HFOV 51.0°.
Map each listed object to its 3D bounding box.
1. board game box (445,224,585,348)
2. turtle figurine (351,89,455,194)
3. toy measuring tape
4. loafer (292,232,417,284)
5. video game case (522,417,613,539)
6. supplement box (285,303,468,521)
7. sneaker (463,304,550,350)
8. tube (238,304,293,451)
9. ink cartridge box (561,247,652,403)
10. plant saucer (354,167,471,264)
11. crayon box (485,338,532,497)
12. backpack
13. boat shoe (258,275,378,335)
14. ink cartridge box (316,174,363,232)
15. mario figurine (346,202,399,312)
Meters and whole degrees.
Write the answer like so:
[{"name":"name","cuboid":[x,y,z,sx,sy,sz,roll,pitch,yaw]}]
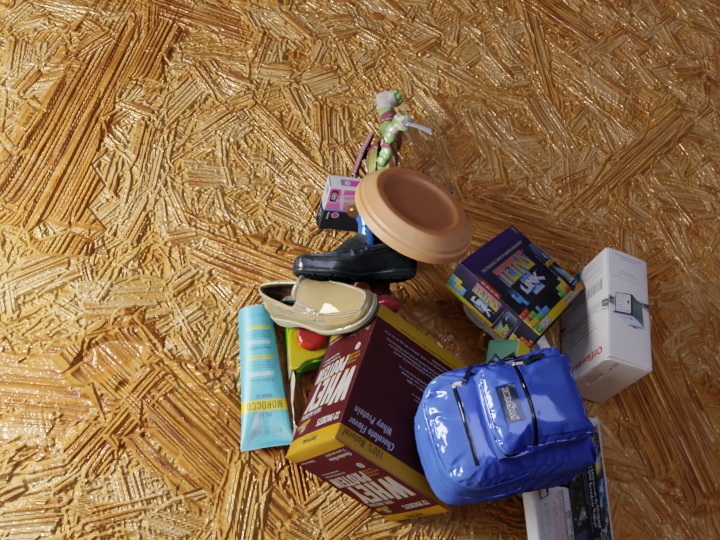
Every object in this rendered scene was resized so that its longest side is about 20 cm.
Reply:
[{"name":"board game box","cuboid":[0.252,0.025,1.211,0.165,0.057,0.199,43,39,13]},{"name":"turtle figurine","cuboid":[0.084,-0.215,1.311,0.143,0.198,0.198,31,43,-36]},{"name":"toy measuring tape","cuboid":[-0.071,0.142,1.090,0.072,0.074,0.204,3,57,-17]},{"name":"loafer","cuboid":[-0.008,-0.018,1.095,0.196,0.068,0.072,-1,78,-27]},{"name":"video game case","cuboid":[0.291,0.329,1.056,0.179,0.023,0.206,-9,92,-41]},{"name":"supplement box","cuboid":[0.036,0.198,1.027,0.196,0.132,0.203,35,53,-19]},{"name":"sneaker","cuboid":[0.261,0.092,1.238,0.080,0.077,0.201,-31,75,-41]},{"name":"tube","cuboid":[-0.142,0.153,1.080,0.075,0.051,0.205,-6,67,-9]},{"name":"ink cartridge box","cuboid":[0.398,0.092,1.237,0.084,0.147,0.204,16,57,-11]},{"name":"plant saucer","cuboid":[0.087,-0.093,1.151,0.196,0.038,0.203,18,38,-14]},{"name":"crayon box","cuboid":[0.240,0.224,1.087,0.199,0.057,0.176,40,56,-38]},{"name":"backpack","cuboid":[0.165,0.181,0.911,0.195,0.169,0.166,-11,58,-8]},{"name":"boat shoe","cuboid":[-0.067,0.042,1.037,0.076,0.196,0.073,51,49,-35]},{"name":"ink cartridge box","cuboid":[0.030,-0.104,1.254,0.195,0.096,0.038,3,49,-18]},{"name":"mario figurine","cuboid":[0.000,0.000,1.186,0.120,0.106,0.206,5,75,-20]}]
